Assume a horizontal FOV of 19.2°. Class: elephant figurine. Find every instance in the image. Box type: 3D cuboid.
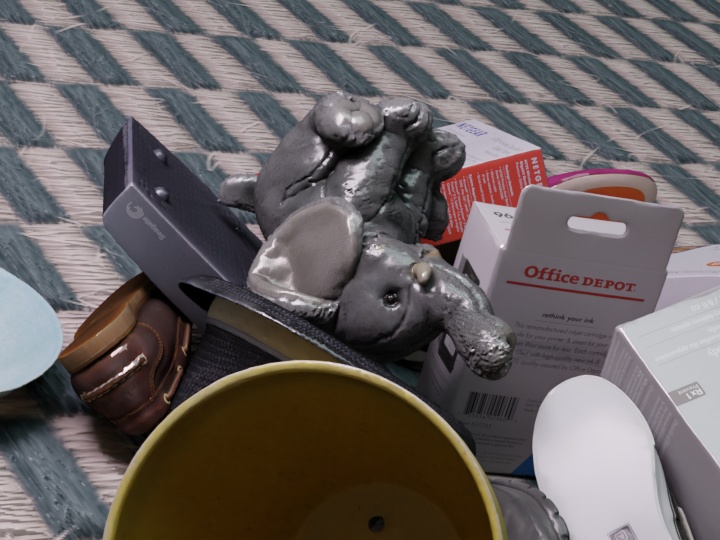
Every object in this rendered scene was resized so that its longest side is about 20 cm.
[{"bbox_3d":[0.000,0.000,1.291,0.141,0.155,0.200,12,54,-18],"label":"elephant figurine"}]

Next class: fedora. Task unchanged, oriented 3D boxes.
[{"bbox_3d":[-0.036,0.086,1.221,0.200,0.092,0.201,30,-8,5],"label":"fedora"}]

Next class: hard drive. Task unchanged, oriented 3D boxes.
[{"bbox_3d":[-0.089,0.000,1.360,0.200,0.042,0.135,45,12,-22],"label":"hard drive"}]

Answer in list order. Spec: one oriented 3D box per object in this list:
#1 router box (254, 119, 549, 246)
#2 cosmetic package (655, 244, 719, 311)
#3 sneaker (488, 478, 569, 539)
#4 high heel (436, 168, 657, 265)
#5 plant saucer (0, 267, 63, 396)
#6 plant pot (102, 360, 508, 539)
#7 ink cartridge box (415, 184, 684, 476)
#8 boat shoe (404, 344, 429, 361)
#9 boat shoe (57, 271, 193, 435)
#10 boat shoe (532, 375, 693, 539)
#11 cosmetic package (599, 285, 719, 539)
[{"bbox_3d":[0.024,-0.054,1.503,0.179,0.049,0.200,-15,12,-8],"label":"router box"},{"bbox_3d":[0.215,0.015,1.517,0.200,0.052,0.151,-1,10,41],"label":"cosmetic package"},{"bbox_3d":[0.080,0.180,1.163,0.091,0.076,0.200,-8,28,-23],"label":"sneaker"},{"bbox_3d":[0.120,-0.049,1.610,0.200,0.067,0.096,-13,26,-11],"label":"high heel"},{"bbox_3d":[-0.281,0.039,1.274,0.201,0.039,0.201,14,24,-6],"label":"plant saucer"},{"bbox_3d":[-0.011,0.152,1.055,0.200,0.200,0.142,25,-1,18],"label":"plant pot"},{"bbox_3d":[0.116,0.029,1.345,0.116,0.200,0.068,8,26,-19],"label":"ink cartridge box"},{"bbox_3d":[0.089,0.037,1.457,0.200,0.068,0.072,16,18,12],"label":"boat shoe"},{"bbox_3d":[-0.138,0.050,1.314,0.070,0.070,0.200,52,13,-9],"label":"boat shoe"},{"bbox_3d":[0.152,0.154,1.205,0.071,0.064,0.200,-22,58,7],"label":"boat shoe"},{"bbox_3d":[0.232,0.112,1.223,0.107,0.090,0.200,-20,54,-24],"label":"cosmetic package"}]
